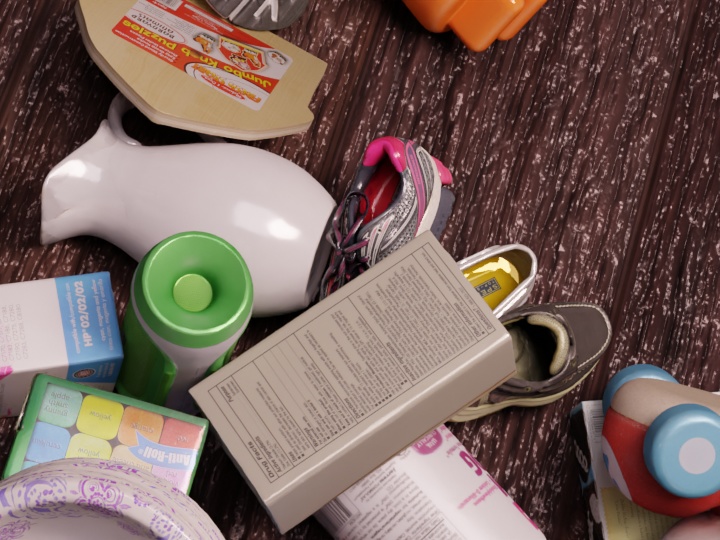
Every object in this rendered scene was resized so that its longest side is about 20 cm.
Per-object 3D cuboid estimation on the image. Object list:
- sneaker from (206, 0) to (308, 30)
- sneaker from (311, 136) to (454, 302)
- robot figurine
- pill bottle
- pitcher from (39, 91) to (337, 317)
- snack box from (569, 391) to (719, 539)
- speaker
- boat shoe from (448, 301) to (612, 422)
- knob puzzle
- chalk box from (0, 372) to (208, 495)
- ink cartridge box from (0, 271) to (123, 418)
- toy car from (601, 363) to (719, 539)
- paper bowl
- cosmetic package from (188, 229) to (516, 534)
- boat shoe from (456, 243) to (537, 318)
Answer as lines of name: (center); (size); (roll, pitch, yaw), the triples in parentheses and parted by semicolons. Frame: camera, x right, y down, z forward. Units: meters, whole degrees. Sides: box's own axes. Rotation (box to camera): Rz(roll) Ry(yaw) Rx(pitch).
sneaker: (-0.124, -0.263, 1.696); (0.200, 0.090, 0.078); (35, 98, -18)
sneaker: (0.000, 0.000, 1.562); (0.080, 0.075, 0.201); (10, 77, 31)
robot figurine: (0.061, -0.269, 1.716); (0.144, 0.117, 0.200); (-37, 82, -11)
pill bottle: (0.060, 0.193, 1.541); (0.113, 0.113, 0.200); (-40, 83, -22)
pitcher: (-0.114, -0.058, 1.606); (0.199, 0.122, 0.172); (18, 51, 7)
snack box: (0.229, 0.193, 1.619); (0.116, 0.037, 0.201); (-3, 70, -13)
speaker: (-0.126, 0.043, 1.510); (0.088, 0.200, 0.089); (4, 69, -10)
boat shoe: (0.128, 0.061, 1.595); (0.200, 0.066, 0.072); (-15, 79, -45)
knob puzzle: (-0.128, -0.148, 1.629); (0.219, 0.031, 0.220); (22, 31, -13)
chalk box: (-0.179, 0.153, 1.457); (0.124, 0.200, 0.125); (17, 67, -6)
ink cartridge box: (-0.272, 0.060, 1.517); (0.199, 0.115, 0.068); (-7, 72, -15)
toy car: (0.240, 0.189, 1.537); (0.176, 0.184, 0.201); (15, 96, -6)
paper bowl: (-0.167, 0.213, 1.321); (0.199, 0.104, 0.202); (0, 97, 4)
cosmetic package: (-0.003, 0.075, 1.475); (0.200, 0.073, 0.104); (-33, 66, -7)
boat shoe: (0.052, 0.038, 1.612); (0.201, 0.086, 0.075); (-28, 77, -21)
